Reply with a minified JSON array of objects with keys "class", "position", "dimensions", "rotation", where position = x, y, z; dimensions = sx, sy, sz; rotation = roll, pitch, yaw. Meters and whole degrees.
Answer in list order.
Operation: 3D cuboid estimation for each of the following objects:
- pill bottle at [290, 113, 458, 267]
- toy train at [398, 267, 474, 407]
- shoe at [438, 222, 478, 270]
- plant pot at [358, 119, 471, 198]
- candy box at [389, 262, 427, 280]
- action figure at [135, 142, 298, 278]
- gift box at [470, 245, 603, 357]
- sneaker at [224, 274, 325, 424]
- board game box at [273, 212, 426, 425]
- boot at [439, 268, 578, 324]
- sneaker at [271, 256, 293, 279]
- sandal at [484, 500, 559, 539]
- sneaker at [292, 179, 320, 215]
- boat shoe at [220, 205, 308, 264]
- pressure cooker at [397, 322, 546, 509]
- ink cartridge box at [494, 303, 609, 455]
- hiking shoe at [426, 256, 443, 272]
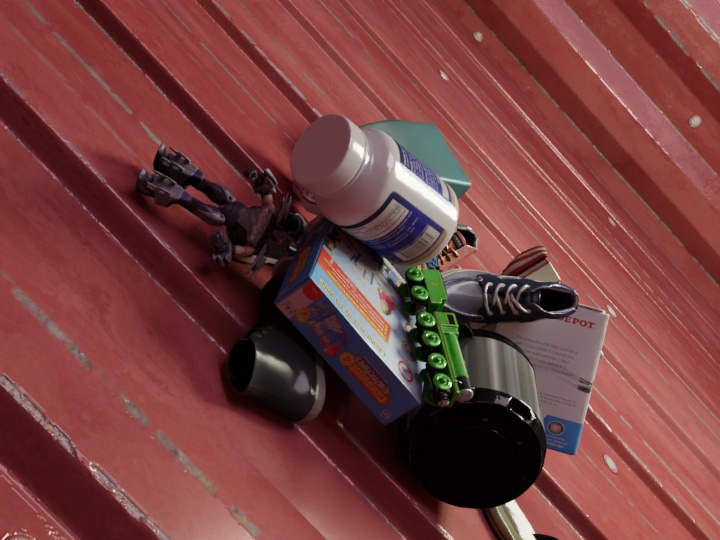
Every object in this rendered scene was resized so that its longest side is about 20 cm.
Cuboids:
[{"class":"pill bottle","position":[0.015,-0.095,1.138],"dimensions":[0.199,0.119,0.120],"rotation":[33,28,-44]},{"class":"toy train","position":[0.089,0.076,1.142],"dimensions":[0.056,0.042,0.201],"rotation":[6,46,-20]},{"class":"shoe","position":[0.127,-0.029,1.592],"dimensions":[0.072,0.091,0.200],"rotation":[53,25,9]},{"class":"plant pot","position":[0.048,-0.159,1.603],"dimensions":[0.199,0.141,0.142],"rotation":[3,50,-48]},{"class":"candy box","position":[0.045,-0.048,1.323],"dimensions":[0.117,0.056,0.202],"rotation":[-80,153,-71]},{"class":"action figure","position":[-0.163,-0.073,1.147],"dimensions":[0.199,0.069,0.131],"rotation":[27,59,-4]},{"class":"gift box","position":[0.247,0.083,1.512],"dimensions":[0.188,0.184,0.200],"rotation":[59,3,0]},{"class":"sneaker","position":[-0.100,0.068,1.094],"dimensions":[0.106,0.075,0.201],"rotation":[31,31,-40]},{"class":"board game box","position":[0.000,0.046,1.149],"dimensions":[0.200,0.056,0.196],"rotation":[50,24,-17]},{"class":"boot","position":[0.181,0.032,1.245],"dimensions":[0.198,0.090,0.074],"rotation":[1,86,-30]},{"class":"sneaker","position":[-0.042,0.051,1.247],"dimensions":[0.200,0.075,0.082],"rotation":[45,10,-25]},{"class":"sandal","position":[0.233,0.363,1.251],"dimensions":[0.202,0.057,0.080],"rotation":[56,26,14]},{"class":"sneaker","position":[-0.043,-0.141,1.370],"dimensions":[0.072,0.115,0.200],"rotation":[6,19,-28]},{"class":"boat shoe","position":[-0.102,-0.048,1.276],"dimensions":[0.199,0.060,0.074],"rotation":[7,46,-56]},{"class":"pressure cooker","position":[0.142,0.175,1.218],"dimensions":[0.177,0.177,0.201],"rotation":[25,28,-8]},{"class":"ink cartridge box","position":[0.251,0.140,1.365],"dimensions":[0.145,0.202,0.086],"rotation":[14,-4,7]},{"class":"hiking shoe","position":[0.110,0.025,1.452],"dimensions":[0.074,0.086,0.201],"rotation":[34,42,-32]}]
